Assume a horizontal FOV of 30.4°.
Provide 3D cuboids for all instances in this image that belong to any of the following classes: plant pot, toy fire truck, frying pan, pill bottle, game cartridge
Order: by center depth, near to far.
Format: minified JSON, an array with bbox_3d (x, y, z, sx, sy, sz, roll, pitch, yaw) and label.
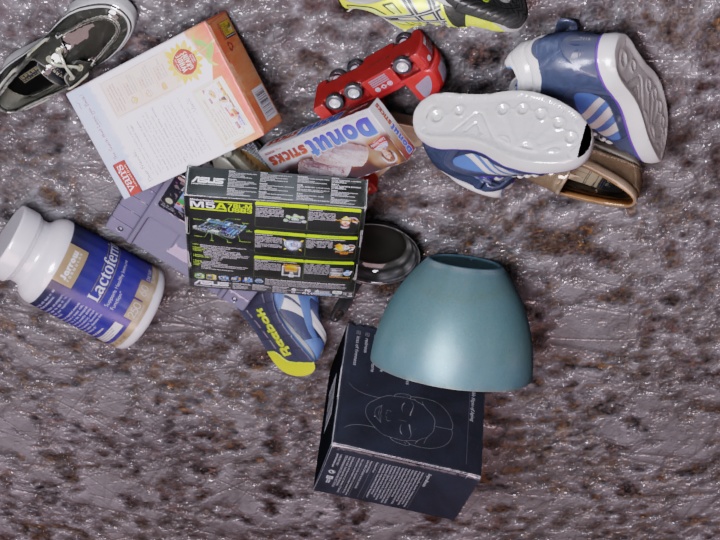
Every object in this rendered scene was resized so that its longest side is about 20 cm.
[{"bbox_3d":[0.025,-0.168,1.463,0.200,0.049,0.141,-25,129,29],"label":"toy fire truck"},{"bbox_3d":[-0.192,-0.049,1.593,0.200,0.038,0.130,32,126,-10],"label":"game cartridge"},{"bbox_3d":[0.120,0.054,1.614,0.200,0.200,0.135,7,101,-1],"label":"plant pot"},{"bbox_3d":[-0.355,0.007,1.655,0.200,0.116,0.116,30,133,-23],"label":"pill bottle"},{"bbox_3d":[0.017,0.000,1.661,0.115,0.031,0.190,4,141,4],"label":"frying pan"}]

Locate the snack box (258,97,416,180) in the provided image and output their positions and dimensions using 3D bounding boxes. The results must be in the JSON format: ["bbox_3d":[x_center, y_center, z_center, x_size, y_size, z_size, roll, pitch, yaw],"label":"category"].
[{"bbox_3d":[-0.028,-0.130,1.444,0.200,0.024,0.072,-15,120,50],"label":"snack box"}]

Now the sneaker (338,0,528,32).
[{"bbox_3d":[0.070,-0.278,1.331,0.200,0.075,0.076,18,145,3],"label":"sneaker"}]

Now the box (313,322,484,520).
[{"bbox_3d":[0.054,0.198,1.747,0.196,0.200,0.124,13,139,-6],"label":"box"}]

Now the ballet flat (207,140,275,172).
[{"bbox_3d":[-0.119,-0.101,1.542,0.072,0.072,0.200,-25,129,30],"label":"ballet flat"}]

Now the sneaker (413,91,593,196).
[{"bbox_3d":[0.163,-0.125,1.394,0.200,0.081,0.146,11,166,27],"label":"sneaker"}]

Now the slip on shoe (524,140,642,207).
[{"bbox_3d":[0.220,-0.116,1.485,0.200,0.061,0.076,16,137,-10],"label":"slip on shoe"}]

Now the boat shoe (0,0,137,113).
[{"bbox_3d":[-0.319,-0.228,1.433,0.200,0.064,0.071,-28,127,32],"label":"boat shoe"}]

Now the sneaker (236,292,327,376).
[{"bbox_3d":[-0.105,0.036,1.693,0.074,0.082,0.200,-9,118,37],"label":"sneaker"}]

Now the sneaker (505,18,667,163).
[{"bbox_3d":[0.234,-0.183,1.414,0.146,0.081,0.200,1,153,32],"label":"sneaker"}]

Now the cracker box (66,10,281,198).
[{"bbox_3d":[-0.203,-0.177,1.442,0.200,0.058,0.134,-21,104,27],"label":"cracker box"}]

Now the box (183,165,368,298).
[{"bbox_3d":[-0.097,-0.040,1.499,0.200,0.048,0.193,4,145,-2],"label":"box"}]
